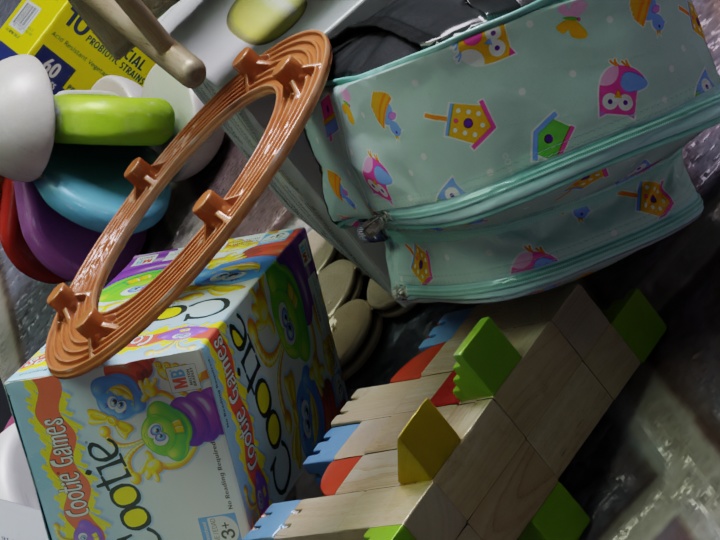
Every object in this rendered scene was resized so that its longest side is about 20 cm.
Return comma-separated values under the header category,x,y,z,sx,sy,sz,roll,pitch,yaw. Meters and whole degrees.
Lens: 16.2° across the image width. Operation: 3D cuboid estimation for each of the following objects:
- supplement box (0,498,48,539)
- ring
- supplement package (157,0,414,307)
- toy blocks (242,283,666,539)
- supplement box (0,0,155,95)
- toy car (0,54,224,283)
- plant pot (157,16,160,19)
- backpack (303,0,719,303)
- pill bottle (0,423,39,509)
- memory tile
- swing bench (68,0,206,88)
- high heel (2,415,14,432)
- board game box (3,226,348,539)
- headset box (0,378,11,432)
category,x,y,z,sx,sy,sz,roll,pitch,yaw
supplement box,-0.205,0.227,1.312,0.201,0.101,0.103,-65,20,17
ring,-0.085,-0.035,1.165,0.200,0.019,0.201,-45,17,18
supplement package,0.021,-0.118,1.351,0.191,0.147,0.200,-41,24,-4
toy blocks,0.033,0.083,1.157,0.136,0.100,0.200,-14,31,53
supplement box,-0.168,-0.201,1.873,0.200,0.109,0.109,-53,24,-1
toy car,-0.195,-0.065,1.717,0.200,0.174,0.151,-7,85,57
plant pot,-0.025,-0.235,1.608,0.200,0.200,0.190,-37,17,30
backpack,0.073,-0.069,1.144,0.175,0.154,0.200,-21,-1,-15
pill bottle,-0.220,0.181,1.442,0.200,0.119,0.120,-37,29,29
memory tile,0.000,0.000,1.425,0.200,0.017,0.153,-47,25,11
swing bench,-0.070,-0.208,1.275,0.199,0.130,0.200,-41,19,-6
high heel,-0.211,0.116,1.566,0.200,0.067,0.096,-49,34,-5
board game box,-0.086,0.062,1.269,0.102,0.105,0.200,-10,15,16
headset box,-0.323,0.109,1.670,0.200,0.093,0.175,-42,55,24
